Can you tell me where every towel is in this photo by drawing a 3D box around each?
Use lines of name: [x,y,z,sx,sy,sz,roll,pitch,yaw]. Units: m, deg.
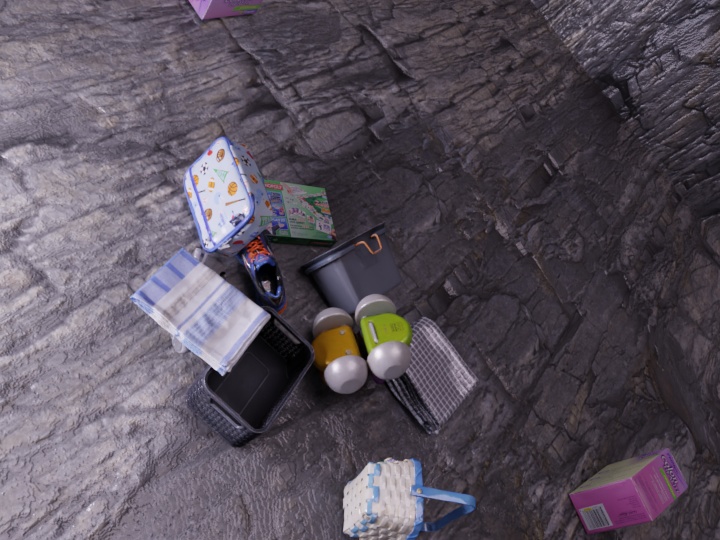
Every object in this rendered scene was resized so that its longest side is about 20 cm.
towel: [-0.256,0.062,1.034,0.199,0.024,0.147,38,46,0]
towel: [0.142,0.217,1.323,0.201,0.085,0.165,52,46,0]

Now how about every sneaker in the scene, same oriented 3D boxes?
sneaker: [-0.275,0.054,1.100,0.081,0.075,0.203,22,52,-23]
sneaker: [-0.187,-0.017,1.198,0.074,0.079,0.203,-23,78,-21]

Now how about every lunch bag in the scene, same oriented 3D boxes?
lunch bag: [-0.252,-0.131,1.177,0.075,0.159,0.203,15,47,-54]

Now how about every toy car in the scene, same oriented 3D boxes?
toy car: [0.007,0.158,1.199,0.196,0.152,0.177,-17,44,-2]

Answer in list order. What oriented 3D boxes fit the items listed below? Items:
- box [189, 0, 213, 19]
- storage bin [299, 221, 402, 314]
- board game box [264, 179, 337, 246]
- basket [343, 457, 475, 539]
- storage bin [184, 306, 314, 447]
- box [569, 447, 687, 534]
box: [-0.344,-0.714,1.492,0.175,0.096,0.202,-31,84,-45]
storage bin: [0.000,0.000,1.317,0.199,0.144,0.136,-31,94,-44]
board game box: [-0.149,-0.122,1.340,0.197,0.029,0.137,4,61,-36]
basket: [0.079,0.408,1.093,0.197,0.177,0.141,20,48,-13]
storage bin: [-0.186,0.180,1.082,0.135,0.094,0.201,43,47,-8]
box: [0.616,0.507,1.453,0.198,0.176,0.098,-12,70,-42]
